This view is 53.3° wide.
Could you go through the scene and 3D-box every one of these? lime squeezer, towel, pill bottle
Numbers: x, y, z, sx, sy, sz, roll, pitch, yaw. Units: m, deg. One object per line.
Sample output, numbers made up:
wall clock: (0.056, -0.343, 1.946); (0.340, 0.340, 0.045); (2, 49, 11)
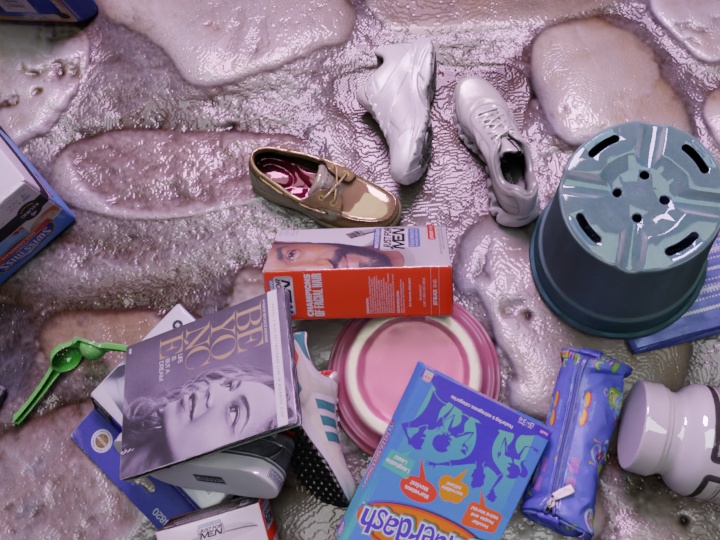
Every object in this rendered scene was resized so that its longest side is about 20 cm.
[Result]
lime squeezer: (-0.324, 0.106, 0.828); (0.199, 0.038, 0.071); (-25, 39, 14)
towel: (0.351, -0.013, 0.841); (0.143, 0.024, 0.202); (-15, 72, 2)
pill bottle: (0.375, 0.181, 0.730); (0.198, 0.116, 0.117); (14, 75, 8)

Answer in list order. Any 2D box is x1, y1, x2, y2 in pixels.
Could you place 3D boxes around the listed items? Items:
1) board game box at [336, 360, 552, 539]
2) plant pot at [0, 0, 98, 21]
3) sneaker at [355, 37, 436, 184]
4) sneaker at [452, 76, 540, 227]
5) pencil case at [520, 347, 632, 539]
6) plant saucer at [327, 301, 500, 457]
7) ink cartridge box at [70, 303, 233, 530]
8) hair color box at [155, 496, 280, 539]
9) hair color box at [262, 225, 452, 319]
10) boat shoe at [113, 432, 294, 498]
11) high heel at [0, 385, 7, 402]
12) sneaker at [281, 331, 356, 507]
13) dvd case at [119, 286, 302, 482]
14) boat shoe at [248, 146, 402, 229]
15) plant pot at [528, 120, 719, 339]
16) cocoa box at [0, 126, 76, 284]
board game box: (0.085, 0.219, 0.741); (0.151, 0.045, 0.201); (26, 90, -4)
plant pot: (-0.449, -0.440, 0.933); (0.198, 0.200, 0.182); (3, 81, 5)
sneaker: (0.042, -0.195, 0.892); (0.098, 0.078, 0.202); (1, 65, 11)
sneaker: (0.167, -0.156, 0.862); (0.074, 0.081, 0.202); (-20, 72, 0)
pencil case: (0.228, 0.180, 0.759); (0.077, 0.087, 0.202); (11, 73, 28)
plant saucer: (0.059, 0.118, 0.807); (0.198, 0.051, 0.203); (-1, 74, 5)
ink cartridge box: (-0.206, 0.175, 0.814); (0.199, 0.041, 0.200); (39, 81, 13)
hair color box: (-0.124, 0.342, 0.731); (0.110, 0.064, 0.202); (-16, 86, 0)
hair color box: (0.000, 0.000, 0.801); (0.198, 0.111, 0.065); (-3, 116, 4)
boat shoe: (-0.163, 0.184, 0.752); (0.198, 0.072, 0.068); (2, 44, 23)
high heel: (-0.528, 0.170, 0.821); (0.198, 0.071, 0.144); (19, 70, 0)
sneaker: (-0.042, 0.158, 0.772); (0.093, 0.070, 0.201); (-41, 108, -39)
dvd case: (-0.155, 0.112, 0.720); (0.198, 0.016, 0.150); (-20, 54, 15)
boat shoe: (-0.047, -0.098, 0.867); (0.198, 0.066, 0.075); (16, 76, 8)
plant pot: (0.276, -0.044, 0.745); (0.198, 0.196, 0.202); (-3, 75, 12)
cocoa box: (-0.474, -0.108, 0.867); (0.133, 0.131, 0.200); (-42, 75, -7)
